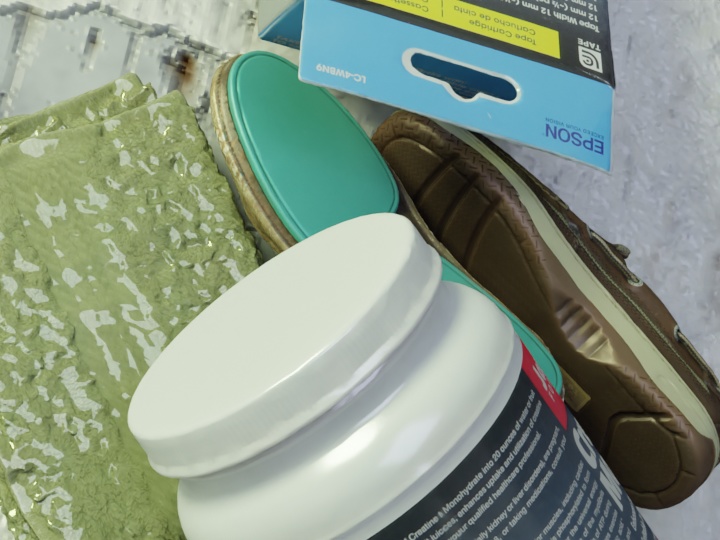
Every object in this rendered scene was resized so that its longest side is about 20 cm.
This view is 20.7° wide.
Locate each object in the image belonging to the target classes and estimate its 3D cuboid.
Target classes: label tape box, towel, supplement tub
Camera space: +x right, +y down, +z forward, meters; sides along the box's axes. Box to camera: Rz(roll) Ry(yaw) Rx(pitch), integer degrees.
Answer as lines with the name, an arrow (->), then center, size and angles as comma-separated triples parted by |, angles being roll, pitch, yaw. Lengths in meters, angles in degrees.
label tape box -> 0.031, -0.125, 0.848 | 0.142, 0.066, 0.201 | 14, 55, -18
towel -> -0.098, 0.026, 0.783 | 0.148, 0.036, 0.201 | -24, 81, -28
supplement tub -> 0.022, 0.095, 0.719 | 0.140, 0.140, 0.200 | -45, 111, -28

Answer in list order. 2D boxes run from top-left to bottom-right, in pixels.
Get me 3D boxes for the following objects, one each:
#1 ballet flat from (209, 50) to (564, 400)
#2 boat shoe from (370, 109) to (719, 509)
ballet flat -> 0.000, 0.000, 0.814 | 0.070, 0.065, 0.200 | -34, 82, -33
boat shoe -> 0.083, 0.009, 0.852 | 0.203, 0.075, 0.075 | 53, 38, 4
